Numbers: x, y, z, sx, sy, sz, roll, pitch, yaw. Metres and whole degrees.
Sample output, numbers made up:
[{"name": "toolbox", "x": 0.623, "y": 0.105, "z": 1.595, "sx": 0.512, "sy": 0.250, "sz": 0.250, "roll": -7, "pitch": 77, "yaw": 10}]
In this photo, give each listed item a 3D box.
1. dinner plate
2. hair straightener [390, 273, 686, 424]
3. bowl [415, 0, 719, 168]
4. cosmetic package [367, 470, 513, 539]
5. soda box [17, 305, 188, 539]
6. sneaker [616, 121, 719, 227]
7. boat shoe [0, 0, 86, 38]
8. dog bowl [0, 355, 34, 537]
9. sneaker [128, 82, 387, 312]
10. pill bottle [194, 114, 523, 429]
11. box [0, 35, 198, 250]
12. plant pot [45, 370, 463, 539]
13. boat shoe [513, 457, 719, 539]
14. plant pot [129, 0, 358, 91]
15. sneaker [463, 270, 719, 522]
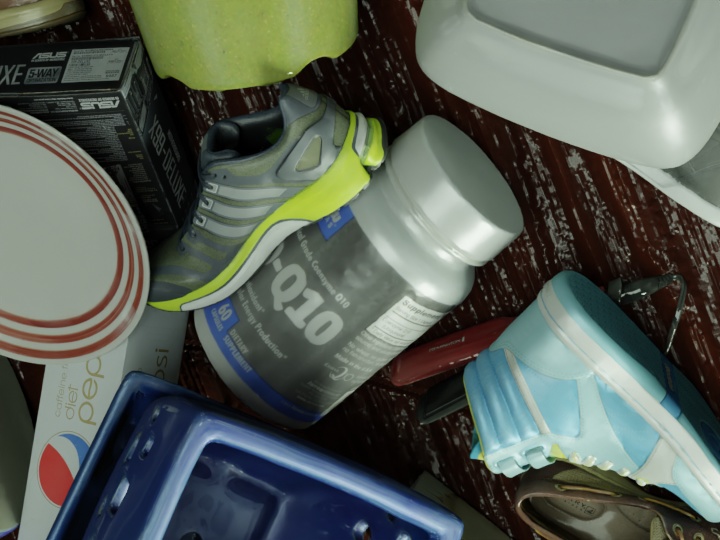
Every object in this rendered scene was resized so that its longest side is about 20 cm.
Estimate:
[{"name": "dinner plate", "x": -0.221, "y": -0.026, "z": 1.525, "sx": 0.199, "sy": 0.024, "sz": 0.201, "roll": 14, "pitch": 129, "yaw": 18}, {"name": "hair straightener", "x": 0.122, "y": 0.054, "z": 1.556, "sx": 0.199, "sy": 0.041, "sz": 0.077, "roll": -24, "pitch": 117, "yaw": 14}, {"name": "bowl", "x": 0.142, "y": -0.179, "z": 1.416, "sx": 0.199, "sy": 0.075, "sz": 0.201, "roll": 22, "pitch": 85, "yaw": 12}, {"name": "cosmetic package", "x": 0.089, "y": 0.232, "z": 1.573, "sx": 0.200, "sy": 0.104, "sz": 0.073, "roll": 39, "pitch": 111, "yaw": 0}, {"name": "soda box", "x": -0.168, "y": 0.099, "z": 1.587, "sx": 0.068, "sy": 0.064, "sz": 0.201, "roll": 10, "pitch": 92, "yaw": 34}, {"name": "sneaker", "x": 0.174, "y": -0.117, "z": 1.472, "sx": 0.200, "sy": 0.071, "sz": 0.099, "roll": 32, "pitch": 107, "yaw": 1}, {"name": "boat shoe", "x": -0.279, "y": -0.178, "z": 1.576, "sx": 0.199, "sy": 0.072, "sz": 0.068, "roll": -9, "pitch": 98, "yaw": 11}, {"name": "dog bowl", "x": -0.300, "y": 0.097, "z": 1.587, "sx": 0.079, "sy": 0.200, "sz": 0.201, "roll": -25, "pitch": 98, "yaw": 18}, {"name": "sneaker", "x": -0.078, "y": -0.050, "z": 1.491, "sx": 0.200, "sy": 0.074, "sz": 0.081, "roll": -38, "pitch": 120, "yaw": 25}, {"name": "pill bottle", "x": 0.000, "y": 0.000, "z": 1.524, "sx": 0.200, "sy": 0.114, "sz": 0.114, "roll": -41, "pitch": 92, "yaw": 21}, {"name": "box", "x": -0.216, "y": -0.073, "z": 1.556, "sx": 0.199, "sy": 0.050, "sz": 0.158, "roll": -2, "pitch": 138, "yaw": 17}, {"name": "plant pot", "x": -0.086, "y": 0.184, "z": 1.482, "sx": 0.200, "sy": 0.180, "sz": 0.201, "roll": 24, "pitch": 92, "yaw": -28}, {"name": "boat shoe", "x": 0.190, "y": 0.180, "z": 1.547, "sx": 0.200, "sy": 0.072, "sz": 0.072, "roll": 28, "pitch": 111, "yaw": 6}, {"name": "plant pot", "x": -0.079, "y": -0.216, "z": 1.457, "sx": 0.200, "sy": 0.201, "sz": 0.185, "roll": -3, "pitch": 115, "yaw": 16}, {"name": "sneaker", "x": 0.145, "y": 0.106, "z": 1.518, "sx": 0.130, "sy": 0.080, "sz": 0.200, "roll": -38, "pitch": 103, "yaw": 18}]
